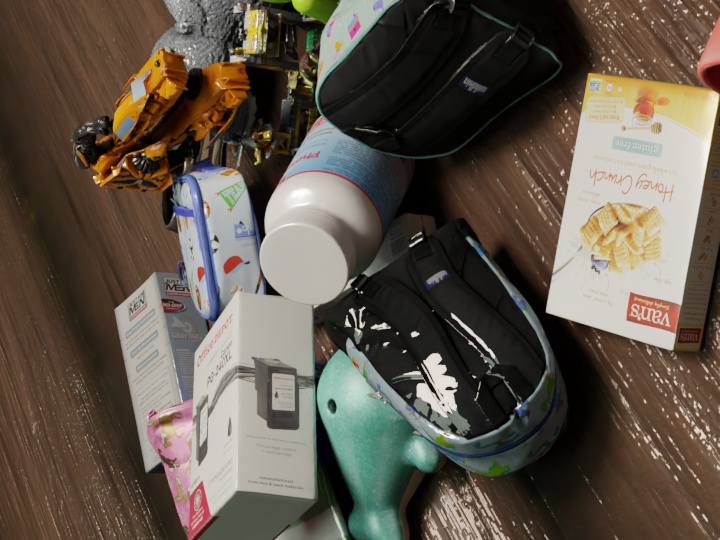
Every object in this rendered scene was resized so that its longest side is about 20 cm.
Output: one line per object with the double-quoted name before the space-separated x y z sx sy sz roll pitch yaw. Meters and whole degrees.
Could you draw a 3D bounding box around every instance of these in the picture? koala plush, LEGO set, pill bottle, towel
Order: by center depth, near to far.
"pill bottle" -0.023 -0.059 1.423 0.109 0.108 0.201 -50 8 35
"towel" -0.051 0.269 1.530 0.152 0.023 0.202 -38 68 55
"LEGO set" -0.067 -0.190 1.565 0.153 0.115 0.203 17 100 51
"koala plush" -0.167 -0.241 1.651 0.182 0.177 0.203 3 79 39

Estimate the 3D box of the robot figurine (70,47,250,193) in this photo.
"robot figurine" -0.200 -0.141 1.562 0.200 0.144 0.059 -44 53 42

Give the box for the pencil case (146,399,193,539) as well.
"pencil case" -0.155 0.229 1.627 0.082 0.086 0.202 -28 79 48

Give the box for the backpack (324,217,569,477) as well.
"backpack" 0.089 0.078 1.322 0.162 0.155 0.200 -37 36 -9

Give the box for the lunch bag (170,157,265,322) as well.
"lunch bag" -0.150 -0.034 1.623 0.200 0.075 0.162 -163 62 -76

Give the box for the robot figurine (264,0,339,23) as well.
"robot figurine" -0.057 -0.320 1.469 0.199 0.114 0.178 -14 77 57

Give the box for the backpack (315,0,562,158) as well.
"backpack" 0.056 -0.198 1.372 0.200 0.174 0.155 -47 36 38

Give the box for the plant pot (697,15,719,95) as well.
"plant pot" 0.337 -0.186 1.018 0.199 0.199 0.179 17 88 50

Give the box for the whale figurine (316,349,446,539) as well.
"whale figurine" 0.010 0.159 1.445 0.158 0.103 0.203 14 100 50

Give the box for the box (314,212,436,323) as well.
"box" 0.000 0.000 1.525 0.199 0.038 0.042 -32 61 45

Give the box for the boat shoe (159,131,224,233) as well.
"boat shoe" -0.197 -0.134 1.758 0.074 0.073 0.203 -28 65 46

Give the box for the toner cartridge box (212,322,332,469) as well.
"toner cartridge box" -0.093 0.122 1.626 0.199 0.043 0.096 30 109 49

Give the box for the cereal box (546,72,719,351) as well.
"cereal box" 0.223 -0.048 1.249 0.143 0.039 0.203 16 99 51

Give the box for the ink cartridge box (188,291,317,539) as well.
"ink cartridge box" -0.102 0.141 1.481 0.145 0.082 0.202 130 144 -54

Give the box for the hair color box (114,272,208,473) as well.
"hair color box" -0.211 0.114 1.762 0.099 0.060 0.202 -37 59 42
